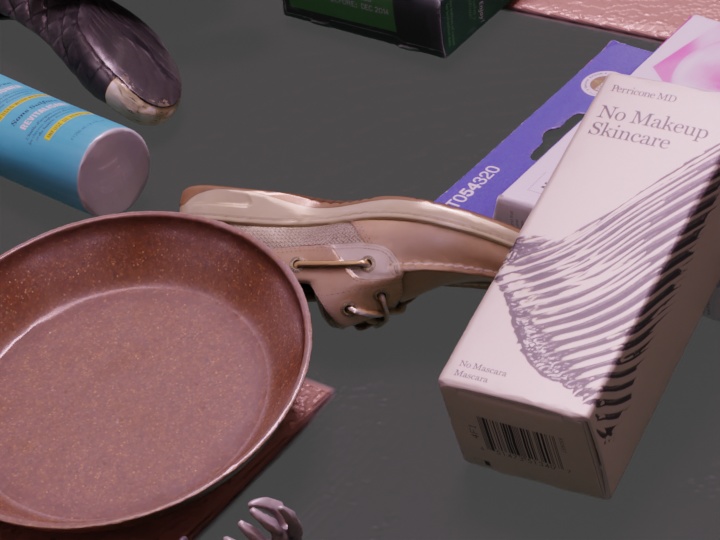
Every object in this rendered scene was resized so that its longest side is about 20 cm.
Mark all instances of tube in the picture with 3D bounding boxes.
[{"bbox_3d":[-0.200,-0.081,1.439,0.077,0.051,0.200,-28,36,-37],"label":"tube"}]

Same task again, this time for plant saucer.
[{"bbox_3d":[-0.118,0.054,1.230,0.200,0.037,0.201,-6,45,6],"label":"plant saucer"}]

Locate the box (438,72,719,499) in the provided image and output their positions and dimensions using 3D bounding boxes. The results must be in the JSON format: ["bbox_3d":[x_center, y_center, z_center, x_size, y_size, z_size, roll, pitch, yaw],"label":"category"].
[{"bbox_3d":[0.117,0.004,1.210,0.082,0.068,0.200,12,56,26],"label":"box"}]

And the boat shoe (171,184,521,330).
[{"bbox_3d":[0.000,0.000,1.285,0.199,0.072,0.065,6,78,17],"label":"boat shoe"}]

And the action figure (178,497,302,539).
[{"bbox_3d":[-0.046,0.154,1.051,0.199,0.102,0.119,8,51,17],"label":"action figure"}]

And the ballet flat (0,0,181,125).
[{"bbox_3d":[-0.165,-0.134,1.509,0.066,0.057,0.200,9,25,-42],"label":"ballet flat"}]

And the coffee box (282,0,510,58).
[{"bbox_3d":[0.054,-0.205,1.557,0.123,0.044,0.200,18,43,31],"label":"coffee box"}]

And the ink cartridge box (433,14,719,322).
[{"bbox_3d":[0.165,-0.064,1.356,0.200,0.043,0.196,21,45,30],"label":"ink cartridge box"}]
